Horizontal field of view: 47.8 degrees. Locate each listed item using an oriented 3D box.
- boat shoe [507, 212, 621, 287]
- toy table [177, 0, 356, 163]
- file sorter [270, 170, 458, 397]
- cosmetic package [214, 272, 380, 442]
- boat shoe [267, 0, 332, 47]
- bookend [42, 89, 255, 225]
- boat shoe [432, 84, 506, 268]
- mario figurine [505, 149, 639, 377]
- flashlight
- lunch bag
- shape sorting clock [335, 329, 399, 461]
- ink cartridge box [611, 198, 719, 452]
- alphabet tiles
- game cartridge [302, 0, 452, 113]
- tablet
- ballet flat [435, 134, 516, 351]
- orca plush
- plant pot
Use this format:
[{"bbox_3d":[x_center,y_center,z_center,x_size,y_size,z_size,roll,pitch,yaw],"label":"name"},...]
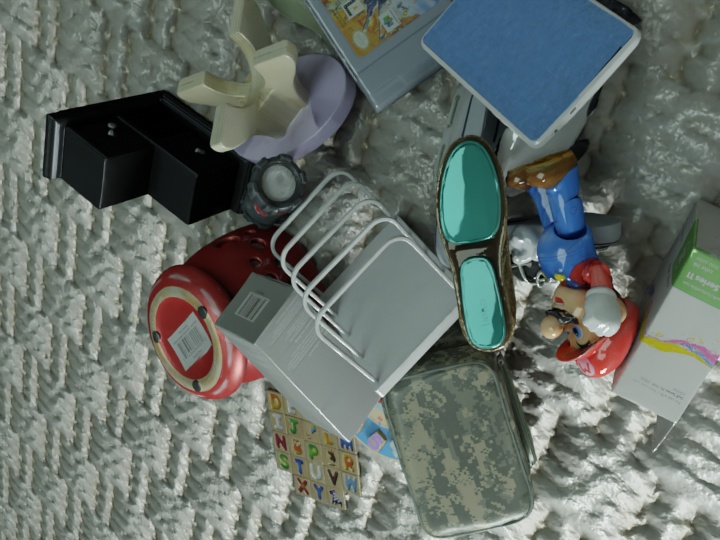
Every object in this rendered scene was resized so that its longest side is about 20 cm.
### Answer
[{"bbox_3d":[0.178,-0.018,0.840,0.196,0.073,0.070,-4,101,39],"label":"boat shoe"},{"bbox_3d":[-0.114,-0.204,0.938,0.197,0.116,0.188,-21,60,34],"label":"toy table"},{"bbox_3d":[0.000,0.000,0.867,0.139,0.124,0.200,-45,32,5],"label":"file sorter"},{"bbox_3d":[-0.070,0.106,0.972,0.106,0.091,0.201,16,153,50],"label":"cosmetic package"},{"bbox_3d":[-0.055,-0.317,0.920,0.201,0.061,0.072,41,168,23],"label":"boat shoe"},{"bbox_3d":[-0.276,-0.139,1.073,0.197,0.199,0.093,36,127,22],"label":"bookend"},{"bbox_3d":[0.109,-0.100,0.838,0.066,0.073,0.204,8,77,51],"label":"boat shoe"},{"bbox_3d":[0.177,0.003,0.728,0.104,0.123,0.204,-18,94,28],"label":"mario figurine"},{"bbox_3d":[-0.114,-0.091,0.988,0.200,0.067,0.069,169,83,-74],"label":"flashlight"},{"bbox_3d":[0.113,0.164,0.907,0.137,0.168,0.204,-17,100,12],"label":"lunch bag"},{"bbox_3d":[0.027,0.158,1.054,0.197,0.039,0.205,15,115,33],"label":"shape sorting clock"},{"bbox_3d":[0.290,0.052,0.746,0.066,0.117,0.203,25,122,12],"label":"ink cartridge box"},{"bbox_3d":[-0.070,0.250,1.191,0.164,0.006,0.205,8,112,37],"label":"alphabet tiles"},{"bbox_3d":[0.015,-0.284,0.840,0.132,0.042,0.202,-34,89,3],"label":"game cartridge"},{"bbox_3d":[0.148,-0.212,0.748,0.130,0.014,0.201,-47,50,12],"label":"tablet"},{"bbox_3d":[0.112,-0.027,0.773,0.069,0.065,0.205,-2,101,17],"label":"ballet flat"},{"bbox_3d":[0.178,-0.172,0.784,0.071,0.103,0.204,-122,44,-56],"label":"orca plush"},{"bbox_3d":[-0.172,0.055,1.082,0.197,0.181,0.205,14,114,35],"label":"plant pot"}]
